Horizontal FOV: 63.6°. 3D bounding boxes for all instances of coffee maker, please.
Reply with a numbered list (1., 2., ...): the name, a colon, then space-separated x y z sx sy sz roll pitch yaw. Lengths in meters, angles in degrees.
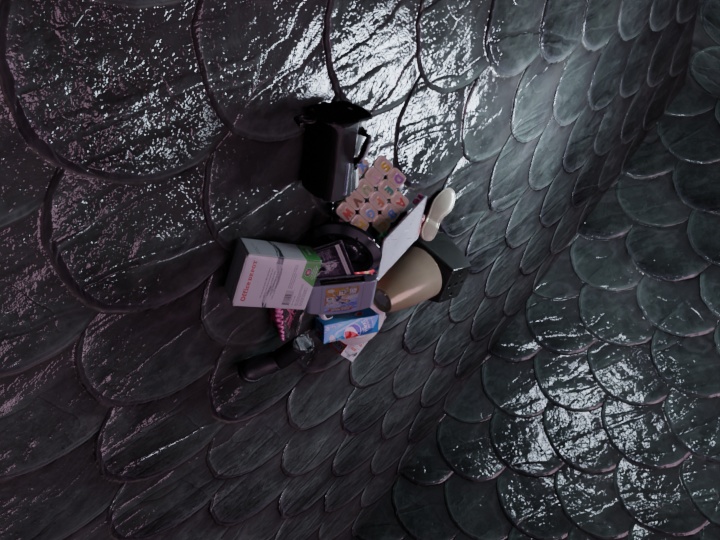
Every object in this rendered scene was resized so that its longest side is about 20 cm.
1. coffee maker: -0.079 -0.274 1.349 0.190 0.135 0.202 -7 130 -23

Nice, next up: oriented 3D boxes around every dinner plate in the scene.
1. dinner plate: 0.001 0.156 1.907 0.198 0.024 0.203 -12 114 -27

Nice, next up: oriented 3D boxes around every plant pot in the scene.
1. plant pot: 0.272 0.003 2.069 0.198 0.177 0.202 -12 132 -49
2. plant pot: 0.132 0.048 1.900 0.199 0.187 0.189 -32 144 -34

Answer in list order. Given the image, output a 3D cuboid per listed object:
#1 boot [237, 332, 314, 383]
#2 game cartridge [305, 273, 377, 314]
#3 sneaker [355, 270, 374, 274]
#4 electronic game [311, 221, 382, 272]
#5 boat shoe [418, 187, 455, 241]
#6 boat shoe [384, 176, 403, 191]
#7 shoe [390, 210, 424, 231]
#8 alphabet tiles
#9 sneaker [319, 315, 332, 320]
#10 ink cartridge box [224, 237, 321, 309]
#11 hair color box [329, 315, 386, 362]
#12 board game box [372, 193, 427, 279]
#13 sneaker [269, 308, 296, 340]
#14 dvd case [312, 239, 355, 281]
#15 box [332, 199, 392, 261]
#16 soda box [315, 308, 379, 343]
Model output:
1. boot: -0.232 0.244 1.638 0.162 0.074 0.198 -32 166 26
2. game cartridge: -0.056 0.068 1.612 0.197 0.042 0.134 -6 136 -12
3. sneaker: 0.000 0.000 1.792 0.086 0.077 0.200 -61 161 3
4. electronic game: -0.037 -0.061 1.552 0.201 0.197 0.042 79 26 -53
5. boat shoe: 0.252 -0.188 1.956 0.202 0.071 0.059 -62 -167 -10
6. boat shoe: 0.044 -0.188 1.664 0.056 0.069 0.201 30 106 -25
7. shoe: 0.134 -0.136 1.837 0.199 0.071 0.092 -19 135 -53
8. alphabet tiles: 0.027 -0.200 1.532 0.195 0.015 0.201 41 84 -17
9. sneaker: -0.083 0.074 1.691 0.112 0.076 0.201 -16 144 6
10. ink cartridge box: -0.214 0.010 1.412 0.198 0.083 0.148 6 118 -35
11. hair color box: -0.007 0.206 1.995 0.201 0.064 0.111 -53 150 -5
12. board game box: 0.107 -0.093 1.624 0.200 0.026 0.201 -46 161 -27
13. sneaker: -0.200 0.112 1.592 0.095 0.079 0.201 -25 142 -24
14. dvd case: -0.125 -0.004 1.542 0.198 0.016 0.149 -17 143 4
15. box: -0.001 -0.110 1.619 0.157 0.046 0.202 -6 132 -15
16. soda box: -0.042 0.171 1.832 0.198 0.068 0.065 -9 113 -28
